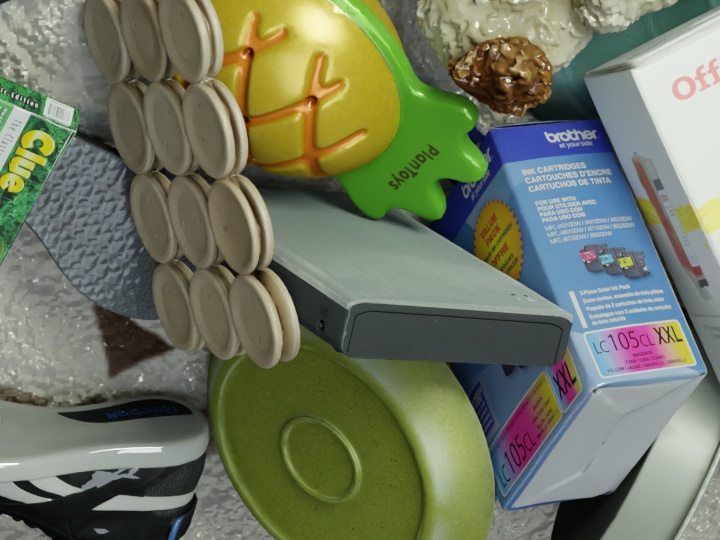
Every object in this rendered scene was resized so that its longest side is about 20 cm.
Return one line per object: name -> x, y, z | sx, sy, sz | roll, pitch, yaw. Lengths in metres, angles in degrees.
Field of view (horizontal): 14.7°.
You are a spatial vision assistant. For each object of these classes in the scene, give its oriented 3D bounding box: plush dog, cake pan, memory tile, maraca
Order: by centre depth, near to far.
plush dog -> 0.104, -0.165, 1.446 | 0.171, 0.200, 0.160 | -33, 130, 15
memory tile -> -0.088, -0.050, 1.446 | 0.017, 0.153, 0.201 | -18, 100, -26
maraca -> -0.024, -0.098, 1.476 | 0.200, 0.107, 0.137 | 36, 143, -9
cake pan -> 0.163, 0.106, 1.613 | 0.037, 0.200, 0.201 | 26, 112, -6

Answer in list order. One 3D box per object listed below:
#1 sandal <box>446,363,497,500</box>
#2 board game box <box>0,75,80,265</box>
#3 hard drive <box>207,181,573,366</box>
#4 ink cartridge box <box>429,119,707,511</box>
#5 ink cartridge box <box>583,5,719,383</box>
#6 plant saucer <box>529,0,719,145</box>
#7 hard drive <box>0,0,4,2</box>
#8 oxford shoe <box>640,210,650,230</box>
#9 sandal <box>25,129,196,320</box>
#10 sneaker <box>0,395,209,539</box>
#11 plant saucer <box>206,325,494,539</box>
sandal -> 0.060, 0.110, 1.664 | 0.087, 0.079, 0.201 | 6, 117, -60
board game box -> -0.235, -0.031, 1.488 | 0.104, 0.024, 0.200 | 25, 128, -13
hard drive -> 0.000, 0.000, 1.481 | 0.139, 0.200, 0.033 | 3, 107, -33
ink cartridge box -> 0.100, 0.010, 1.537 | 0.076, 0.201, 0.137 | -4, 148, -25
ink cartridge box -> 0.229, -0.049, 1.497 | 0.145, 0.083, 0.201 | -27, 98, -14
plant saucer -> 0.173, -0.147, 1.554 | 0.199, 0.036, 0.201 | -7, 121, -11
hard drive -> -0.208, -0.198, 1.421 | 0.199, 0.033, 0.140 | -21, 122, -1
oxford shoe -> 0.250, -0.073, 1.591 | 0.199, 0.058, 0.075 | -32, 167, 3
sandal -> -0.165, -0.050, 1.527 | 0.200, 0.043, 0.076 | 41, 94, -26
sneaker -> -0.188, 0.135, 1.606 | 0.199, 0.073, 0.112 | 0, 120, -14
plant saucer -> -0.015, 0.100, 1.572 | 0.031, 0.199, 0.201 | -37, 135, -44
